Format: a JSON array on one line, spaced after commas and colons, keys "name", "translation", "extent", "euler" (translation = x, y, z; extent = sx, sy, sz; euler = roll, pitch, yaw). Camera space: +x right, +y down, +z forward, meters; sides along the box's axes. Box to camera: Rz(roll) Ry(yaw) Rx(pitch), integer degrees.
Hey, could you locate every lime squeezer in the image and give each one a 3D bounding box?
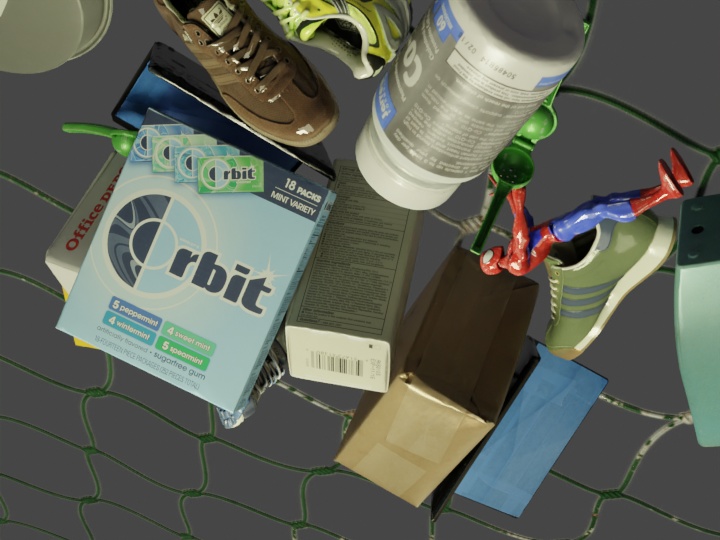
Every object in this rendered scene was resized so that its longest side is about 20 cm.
[{"name": "lime squeezer", "translation": [0.132, -0.108, 0.910], "extent": [0.038, 0.201, 0.071], "euler": [28, -175, 18]}, {"name": "lime squeezer", "translation": [-0.208, -0.098, 1.025], "extent": [0.038, 0.200, 0.071], "euler": [-5, 135, -44]}]

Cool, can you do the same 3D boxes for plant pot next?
[{"name": "plant pot", "translation": [0.349, 0.033, 0.986], "extent": [0.140, 0.142, 0.201], "euler": [-8, 130, 27]}]

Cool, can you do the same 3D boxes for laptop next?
[{"name": "laptop", "translation": [-0.129, -0.112, 0.994], "extent": [0.176, 0.200, 0.104], "euler": [29, 104, -17]}, {"name": "laptop", "translation": [0.168, 0.177, 1.139], "extent": [0.115, 0.200, 0.188], "euler": [32, 97, 1]}]

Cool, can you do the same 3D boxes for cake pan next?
[{"name": "cake pan", "translation": [-0.311, -0.245, 0.949], "extent": [0.199, 0.037, 0.201], "euler": [10, 142, 8]}]

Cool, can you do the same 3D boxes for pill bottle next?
[{"name": "pill bottle", "translation": [0.077, -0.141, 0.880], "extent": [0.113, 0.114, 0.200], "euler": [25, 140, -12]}]

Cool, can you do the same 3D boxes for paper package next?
[{"name": "paper package", "translation": [0.077, 0.106, 1.119], "extent": [0.103, 0.191, 0.200], "euler": [28, 140, -2]}]

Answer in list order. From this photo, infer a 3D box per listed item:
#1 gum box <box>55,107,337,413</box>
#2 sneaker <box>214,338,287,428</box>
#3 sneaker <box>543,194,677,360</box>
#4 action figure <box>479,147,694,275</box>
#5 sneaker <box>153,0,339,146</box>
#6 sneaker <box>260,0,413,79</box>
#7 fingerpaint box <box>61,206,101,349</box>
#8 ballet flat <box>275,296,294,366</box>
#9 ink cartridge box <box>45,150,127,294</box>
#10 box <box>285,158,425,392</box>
[{"name": "gum box", "translation": [-0.137, -0.009, 0.936], "extent": [0.169, 0.201, 0.045], "euler": [25, -177, 6]}, {"name": "sneaker", "translation": [-0.114, 0.090, 1.098], "extent": [0.085, 0.200, 0.078], "euler": [-23, 104, -7]}, {"name": "sneaker", "translation": [0.206, 0.001, 1.052], "extent": [0.089, 0.067, 0.201], "euler": [23, 136, -9]}, {"name": "action figure", "translation": [0.171, -0.064, 0.959], "extent": [0.199, 0.065, 0.099], "euler": [-32, 89, 34]}, {"name": "sneaker", "translation": [-0.100, -0.173, 0.861], "extent": [0.200, 0.070, 0.076], "euler": [44, -177, 17]}, {"name": "sneaker", "translation": [-0.049, -0.223, 0.854], "extent": [0.199, 0.077, 0.075], "euler": [28, 142, -14]}, {"name": "fingerpaint box", "translation": [-0.214, 0.025, 1.215], "extent": [0.198, 0.074, 0.167], "euler": [10, 142, 4]}, {"name": "ballet flat", "translation": [-0.080, 0.045, 1.208], "extent": [0.068, 0.068, 0.200], "euler": [3, 152, 0]}, {"name": "ink cartridge box", "translation": [-0.169, -0.018, 1.053], "extent": [0.199, 0.147, 0.085], "euler": [18, 153, 21]}, {"name": "box", "translation": [0.000, 0.000, 1.009], "extent": [0.094, 0.201, 0.078], "euler": [10, 142, 8]}]
